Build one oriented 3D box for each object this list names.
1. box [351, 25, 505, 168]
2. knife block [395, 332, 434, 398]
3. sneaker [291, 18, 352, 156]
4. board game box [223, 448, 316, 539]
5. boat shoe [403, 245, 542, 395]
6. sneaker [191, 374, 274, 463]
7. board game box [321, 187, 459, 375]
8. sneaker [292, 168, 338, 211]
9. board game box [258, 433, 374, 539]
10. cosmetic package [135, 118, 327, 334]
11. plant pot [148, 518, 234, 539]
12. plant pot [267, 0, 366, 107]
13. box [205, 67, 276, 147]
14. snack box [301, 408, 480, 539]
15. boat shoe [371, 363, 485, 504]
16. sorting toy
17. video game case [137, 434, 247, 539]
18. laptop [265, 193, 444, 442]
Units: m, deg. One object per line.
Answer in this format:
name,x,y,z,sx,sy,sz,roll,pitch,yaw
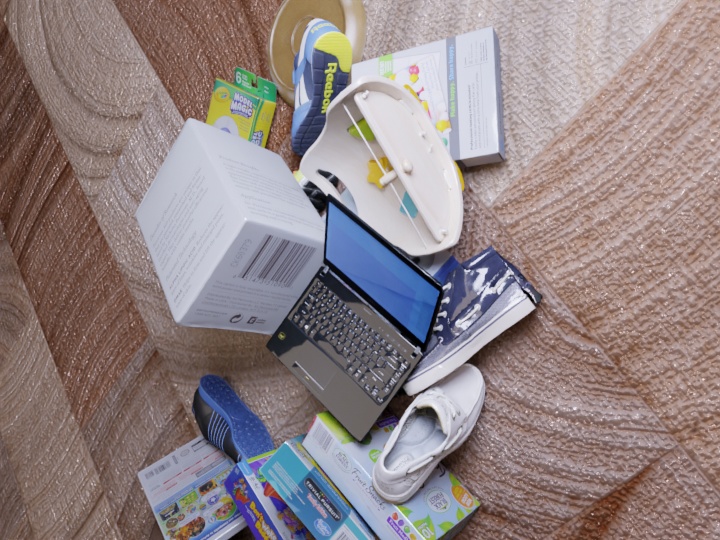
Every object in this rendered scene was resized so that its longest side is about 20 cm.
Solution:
box,0.081,-0.205,0.743,0.194,0.041,0.162,-5,80,28
knife block,0.008,0.090,0.802,0.175,0.063,0.203,-43,66,26
sneaker,-0.062,-0.258,0.834,0.083,0.072,0.203,62,146,36
board game box,-0.086,0.350,0.821,0.201,0.133,0.045,48,114,25
boat shoe,0.113,0.057,0.701,0.198,0.075,0.094,-38,81,7
sneaker,-0.212,0.267,0.958,0.200,0.069,0.079,45,123,30
board game box,0.000,0.000,0.772,0.199,0.043,0.201,-46,54,6
sneaker,-0.114,-0.109,0.877,0.200,0.077,0.091,-47,63,17
board game box,-0.047,0.284,0.741,0.047,0.200,0.151,-42,80,-8
cosmetic package,-0.165,-0.052,0.761,0.166,0.162,0.202,-50,53,21
plant pot,-0.274,0.464,0.943,0.183,0.185,0.207,-17,63,33
plant pot,-0.077,-0.352,0.892,0.195,0.027,0.208,-1,89,36
box,-0.207,-0.224,0.963,0.116,0.048,0.206,29,108,32
snack box,0.038,0.253,0.729,0.199,0.140,0.054,42,113,29
boat shoe,0.087,0.174,0.671,0.070,0.200,0.071,30,145,23
sorting toy,0.012,-0.109,0.700,0.177,0.107,0.203,-22,107,40
video game case,-0.255,0.350,0.918,0.199,0.140,0.019,35,142,46
laptop,-0.017,0.058,0.665,0.176,0.103,0.202,38,93,23
